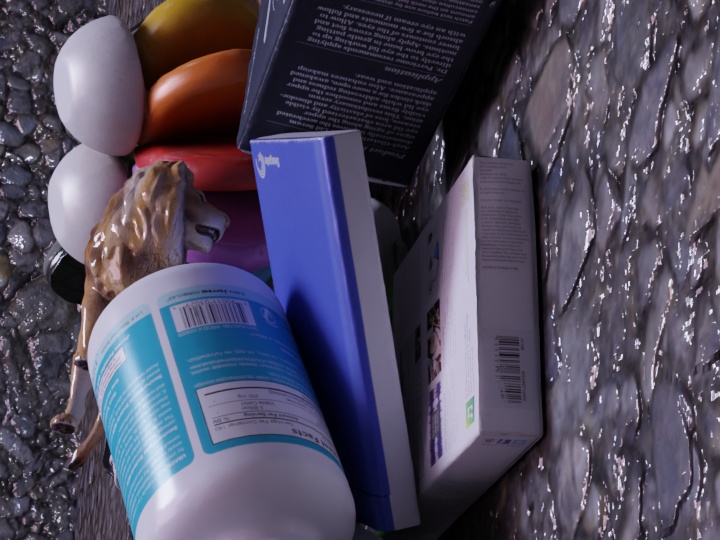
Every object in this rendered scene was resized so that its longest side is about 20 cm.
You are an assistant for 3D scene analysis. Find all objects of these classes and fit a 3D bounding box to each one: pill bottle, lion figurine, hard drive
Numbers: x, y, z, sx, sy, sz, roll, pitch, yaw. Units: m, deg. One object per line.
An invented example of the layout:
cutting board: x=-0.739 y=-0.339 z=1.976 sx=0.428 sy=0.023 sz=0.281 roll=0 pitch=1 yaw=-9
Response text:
pill bottle: x=-0.068 y=0.098 z=1.080 sx=0.200 sy=0.110 sz=0.111 roll=-112 pitch=28 yaw=-44
lion figurine: x=-0.140 y=0.028 z=1.247 sx=0.200 sy=0.072 sz=0.123 roll=128 pitch=152 yaw=-53
hard drive: x=-0.015 y=0.028 z=1.118 sx=0.132 sy=0.025 sz=0.201 roll=-172 pitch=72 yaw=-71

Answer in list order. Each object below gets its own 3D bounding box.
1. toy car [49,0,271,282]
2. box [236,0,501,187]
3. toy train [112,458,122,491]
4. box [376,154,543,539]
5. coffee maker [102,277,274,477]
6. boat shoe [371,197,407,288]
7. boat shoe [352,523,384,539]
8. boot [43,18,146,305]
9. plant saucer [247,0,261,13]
toy car: x=-0.091 y=-0.064 z=1.310 sx=0.150 sy=0.175 sz=0.200 roll=-123 pitch=33 yaw=-45
box: x=0.009 y=-0.163 z=1.158 sx=0.200 sy=0.104 sz=0.148 roll=116 pitch=164 yaw=-60
toy train: x=-0.081 y=0.154 z=1.232 sx=0.150 sy=0.055 sz=0.200 roll=-52 pitch=-35 yaw=-45
box: x=0.047 y=0.047 z=1.100 sx=0.200 sy=0.036 sz=0.145 roll=125 pitch=148 yaw=-64
coffee maker: x=-0.127 y=0.047 z=1.540 sx=0.135 sy=0.192 sz=0.201 roll=-15 pitch=-61 yaw=-57
boat shoe: x=0.000 y=0.000 z=1.277 sx=0.065 sy=0.074 sz=0.200 roll=-51 pitch=-1 yaw=-7
boat shoe: x=-0.004 y=0.182 z=1.091 sx=0.091 sy=0.071 sz=0.200 roll=-56 pitch=16 yaw=-9
boot: x=-0.166 y=-0.076 z=1.465 sx=0.131 sy=0.068 sz=0.200 roll=32 pitch=77 yaw=41
plant saucer: x=-0.031 y=-0.190 z=1.375 sx=0.200 sy=0.029 sz=0.201 roll=31 pitch=130 yaw=44
